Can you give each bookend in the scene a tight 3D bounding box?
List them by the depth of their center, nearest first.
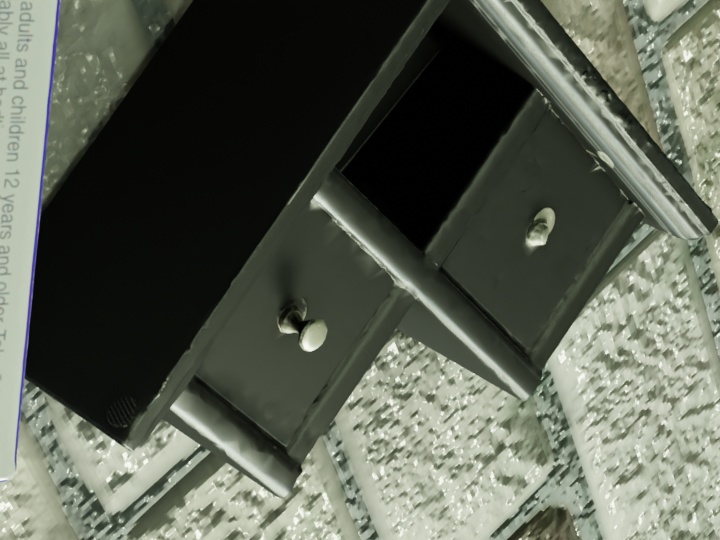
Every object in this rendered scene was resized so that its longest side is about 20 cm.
[{"bbox_3d":[0.000,0.000,0.925,0.201,0.092,0.199,-54,138,-8],"label":"bookend"}]

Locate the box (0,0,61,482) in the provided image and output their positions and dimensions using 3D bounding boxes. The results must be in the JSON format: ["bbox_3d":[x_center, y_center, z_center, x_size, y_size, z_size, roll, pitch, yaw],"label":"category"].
[{"bbox_3d":[-0.187,-0.040,0.677,0.199,0.105,0.185,-2,105,-38],"label":"box"}]
